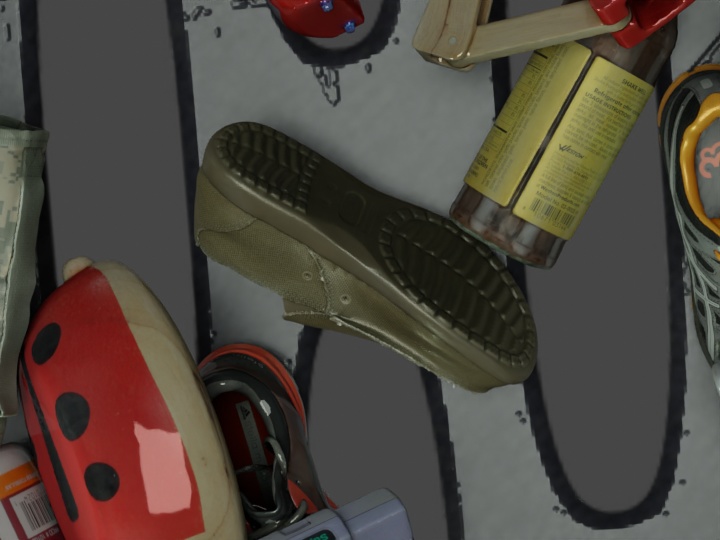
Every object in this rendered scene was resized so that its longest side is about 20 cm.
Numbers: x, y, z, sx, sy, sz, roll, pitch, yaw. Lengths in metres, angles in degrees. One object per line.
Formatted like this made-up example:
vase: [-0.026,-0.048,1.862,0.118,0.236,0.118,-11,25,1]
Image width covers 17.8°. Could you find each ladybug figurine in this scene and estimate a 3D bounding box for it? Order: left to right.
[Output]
ladybug figurine: [-0.119,0.090,1.147,0.072,0.136,0.201,-16,77,-27]

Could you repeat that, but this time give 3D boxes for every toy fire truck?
toy fire truck: [0.049,-0.150,1.123,0.199,0.049,0.141,-25,65,15]

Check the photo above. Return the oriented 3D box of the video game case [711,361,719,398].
video game case: [0.288,0.106,1.125,0.181,0.023,0.201,-19,108,8]

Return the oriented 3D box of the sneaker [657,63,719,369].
sneaker: [0.194,-0.004,1.134,0.078,0.077,0.201,-22,91,6]

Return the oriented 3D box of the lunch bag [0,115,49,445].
lunch bag: [-0.248,-0.006,1.159,0.199,0.118,0.165,12,95,21]

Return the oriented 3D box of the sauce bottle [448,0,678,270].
sauce bottle: [0.117,-0.099,1.144,0.065,0.065,0.200,31,97,5]

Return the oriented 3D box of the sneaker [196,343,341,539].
sneaker: [-0.040,0.136,1.168,0.077,0.082,0.201,-29,89,8]

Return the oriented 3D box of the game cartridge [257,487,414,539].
game cartridge: [-0.056,0.197,1.111,0.199,0.038,0.130,-24,125,-15]

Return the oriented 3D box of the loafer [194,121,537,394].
loafer: [0.000,0.000,1.164,0.200,0.076,0.067,35,131,-3]

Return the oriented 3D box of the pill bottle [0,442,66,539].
pill bottle: [-0.180,0.199,1.174,0.113,0.113,0.201,-26,89,8]
